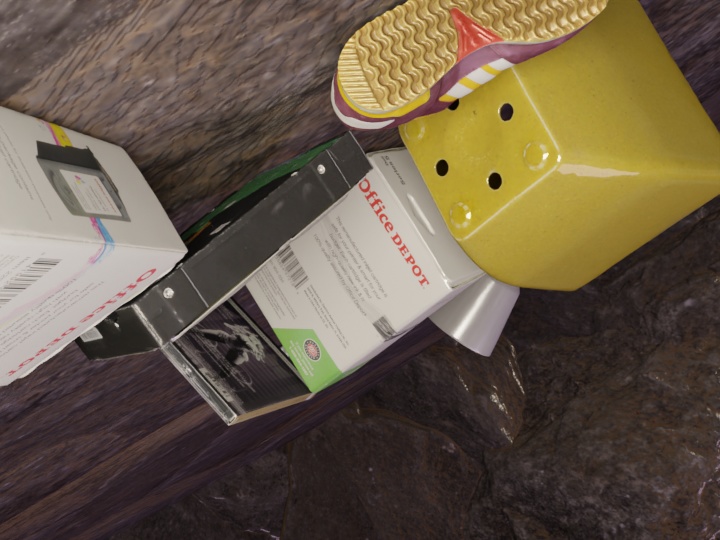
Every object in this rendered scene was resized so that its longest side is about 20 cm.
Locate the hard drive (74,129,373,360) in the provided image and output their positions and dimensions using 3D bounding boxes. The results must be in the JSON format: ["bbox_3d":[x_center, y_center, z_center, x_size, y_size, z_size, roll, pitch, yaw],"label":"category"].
[{"bbox_3d":[-0.096,-0.015,0.700,0.200,0.038,0.139,-44,-164,-31],"label":"hard drive"}]

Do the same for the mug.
[{"bbox_3d":[0.216,0.049,1.978,0.149,0.186,0.154,23,104,-45],"label":"mug"}]

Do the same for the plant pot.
[{"bbox_3d":[0.148,-0.104,0.841,0.199,0.196,0.195,-6,154,-49],"label":"plant pot"}]

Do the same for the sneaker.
[{"bbox_3d":[0.069,-0.156,0.687,0.198,0.076,0.090,-24,177,-10],"label":"sneaker"}]

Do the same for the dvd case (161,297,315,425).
[{"bbox_3d":[-0.124,0.071,0.940,0.016,0.149,0.200,-47,167,12],"label":"dvd case"}]

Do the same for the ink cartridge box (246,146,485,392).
[{"bbox_3d":[0.000,0.000,0.980,0.200,0.146,0.084,-38,169,33],"label":"ink cartridge box"}]

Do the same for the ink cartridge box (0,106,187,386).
[{"bbox_3d":[-0.199,-0.006,0.514,0.147,0.086,0.200,-34,172,10],"label":"ink cartridge box"}]

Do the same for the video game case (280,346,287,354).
[{"bbox_3d":[-0.154,0.167,1.693,0.181,0.022,0.200,-31,169,-6],"label":"video game case"}]
